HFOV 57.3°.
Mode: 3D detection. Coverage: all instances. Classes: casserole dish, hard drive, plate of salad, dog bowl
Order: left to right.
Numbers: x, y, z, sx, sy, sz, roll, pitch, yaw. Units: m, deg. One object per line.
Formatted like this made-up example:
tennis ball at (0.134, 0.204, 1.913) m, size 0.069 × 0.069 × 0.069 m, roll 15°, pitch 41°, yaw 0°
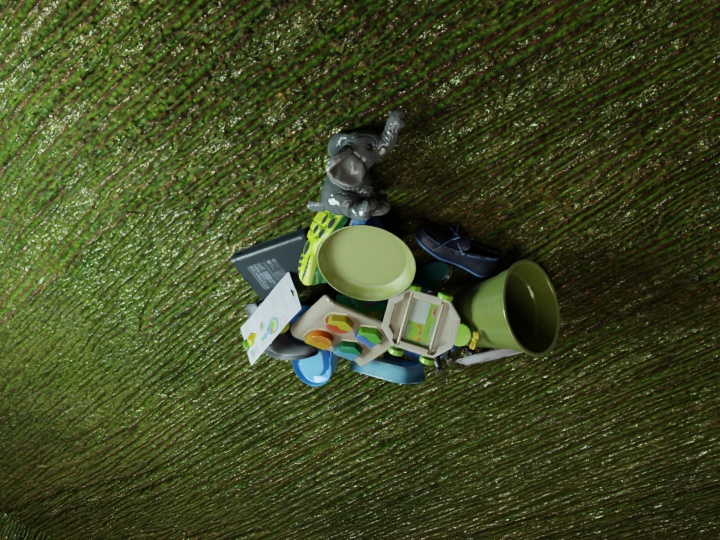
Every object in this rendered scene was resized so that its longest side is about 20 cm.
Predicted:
hard drive at (-0.173, -0.011, 1.498) m, size 0.200 × 0.033 × 0.140 m, roll -17°, pitch 126°, yaw 23°
dog bowl at (-0.112, 0.175, 1.585) m, size 0.111 × 0.050 × 0.200 m, roll -3°, pitch 100°, yaw 30°
casserole dish at (0.067, 0.233, 1.606) m, size 0.200 × 0.121 × 0.039 m, roll 11°, pitch 98°, yaw 35°
plate of salad at (0.307, 0.180, 1.525) m, size 0.200 × 0.048 × 0.200 m, roll -12°, pitch 169°, yaw -2°

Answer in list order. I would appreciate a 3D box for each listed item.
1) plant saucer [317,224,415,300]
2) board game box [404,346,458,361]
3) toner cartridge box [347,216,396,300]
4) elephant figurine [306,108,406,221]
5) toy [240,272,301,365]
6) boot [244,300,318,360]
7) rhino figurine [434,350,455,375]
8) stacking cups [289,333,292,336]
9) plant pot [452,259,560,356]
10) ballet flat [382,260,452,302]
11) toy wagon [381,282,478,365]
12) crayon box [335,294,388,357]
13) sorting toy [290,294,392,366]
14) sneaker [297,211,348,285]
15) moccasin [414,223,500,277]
plant saucer at (0.013, -0.021, 1.331) m, size 0.200 × 0.031 × 0.200 m, roll 6°, pitch 133°, yaw 6°
board game box at (0.165, 0.134, 1.566) m, size 0.158 × 0.039 × 0.200 m, roll 41°, pitch 123°, yaw -17°
toner cartridge box at (0.043, -0.036, 1.396) m, size 0.043 × 0.095 × 0.200 m, roll -17°, pitch 126°, yaw 23°
elephant figurine at (-0.009, -0.206, 1.251) m, size 0.141 × 0.155 × 0.200 m, roll 31°, pitch 135°, yaw 43°
toy at (-0.194, 0.114, 1.500) m, size 0.047 × 0.115 × 0.200 m, roll 23°, pitch 121°, yaw -42°
boot at (-0.193, 0.138, 1.557) m, size 0.200 × 0.070 × 0.132 m, roll 4°, pitch 96°, yaw 23°
rhino figurine at (0.167, 0.137, 1.486) m, size 0.060 × 0.088 × 0.200 m, roll -15°, pitch 125°, yaw 3°
stacking cups at (-0.171, 0.186, 1.661) m, size 0.200 × 0.061 × 0.061 m, roll 8°, pitch 132°, yaw 0°
plant pot at (0.290, 0.093, 1.412) m, size 0.200 × 0.200 × 0.190 m, roll 43°, pitch 144°, yaw -26°
ballet flat at (0.136, 0.036, 1.477) m, size 0.200 × 0.067 × 0.064 m, roll -31°, pitch 147°, yaw 32°
toy wagon at (0.148, 0.118, 1.378) m, size 0.200 × 0.040 × 0.155 m, roll 16°, pitch 100°, yaw 7°
crayon box at (0.001, 0.133, 1.535) m, size 0.119 × 0.058 × 0.200 m, roll 9°, pitch 151°, yaw 6°
sorting toy at (-0.036, 0.144, 1.460) m, size 0.200 × 0.037 × 0.185 m, roll 28°, pitch 140°, yaw -18°
sneaker at (-0.068, -0.058, 1.408) m, size 0.083 × 0.074 × 0.200 m, roll 7°, pitch 120°, yaw -37°
moccasin at (0.204, -0.056, 1.373) m, size 0.200 × 0.081 × 0.068 m, roll 20°, pitch 130°, yaw -27°
